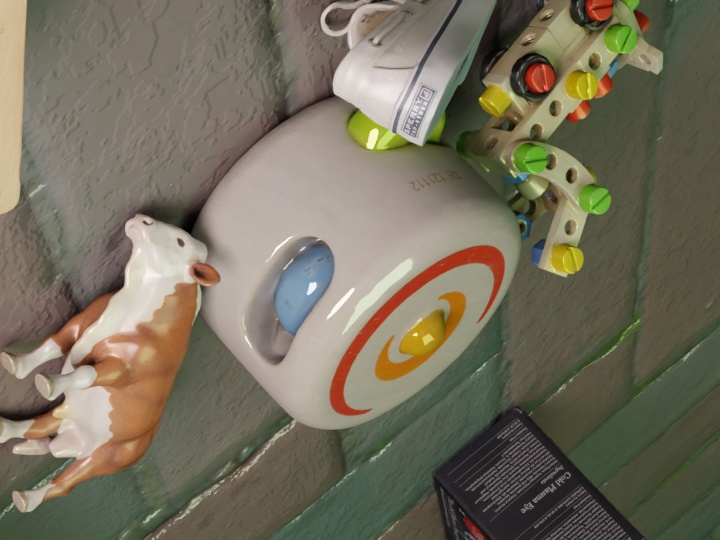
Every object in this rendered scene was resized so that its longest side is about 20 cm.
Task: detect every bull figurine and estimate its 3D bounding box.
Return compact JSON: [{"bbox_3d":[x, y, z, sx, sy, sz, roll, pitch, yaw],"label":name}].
[{"bbox_3d":[-0.148,0.057,1.191,0.121,0.065,0.200,-23,146,-32],"label":"bull figurine"}]

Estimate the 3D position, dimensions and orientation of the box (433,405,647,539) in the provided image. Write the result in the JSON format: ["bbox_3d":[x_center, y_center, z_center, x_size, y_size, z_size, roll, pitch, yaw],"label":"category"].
[{"bbox_3d":[0.167,0.250,1.850,0.104,0.182,0.200,-39,155,-12],"label":"box"}]

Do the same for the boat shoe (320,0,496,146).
[{"bbox_3d":[0.022,-0.135,1.147,0.202,0.086,0.075,-61,175,-58],"label":"boat shoe"}]

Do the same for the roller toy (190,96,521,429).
[{"bbox_3d":[0.000,0.000,1.238,0.182,0.140,0.200,-38,156,-12],"label":"roller toy"}]

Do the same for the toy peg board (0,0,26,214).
[{"bbox_3d":[-0.240,-0.099,0.792,0.199,0.098,0.200,-15,145,-22],"label":"toy peg board"}]

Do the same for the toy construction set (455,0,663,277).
[{"bbox_3d":[0.136,-0.108,1.311,0.131,0.092,0.200,49,57,-31],"label":"toy construction set"}]
